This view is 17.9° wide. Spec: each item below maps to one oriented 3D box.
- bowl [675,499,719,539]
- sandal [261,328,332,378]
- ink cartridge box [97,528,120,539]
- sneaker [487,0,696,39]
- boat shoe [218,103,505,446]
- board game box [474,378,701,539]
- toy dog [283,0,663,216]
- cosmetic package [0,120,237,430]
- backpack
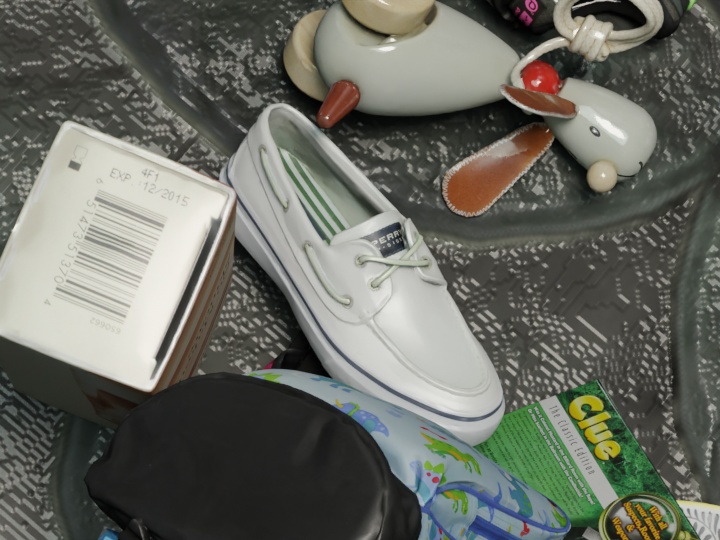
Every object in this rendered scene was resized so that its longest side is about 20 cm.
[{"bbox_3d":[0.144,0.214,1.090,0.199,0.095,0.202,-7,40,5],"label":"bowl"},{"bbox_3d":[-0.026,0.070,1.114,0.075,0.045,0.201,31,57,2],"label":"sandal"},{"bbox_3d":[-0.051,0.203,1.082,0.199,0.116,0.067,32,82,3],"label":"ink cartridge box"},{"bbox_3d":[0.084,-0.169,1.189,0.198,0.077,0.085,11,74,-1],"label":"sneaker"},{"bbox_3d":[0.000,0.000,1.121,0.200,0.067,0.073,44,46,21],"label":"boat shoe"},{"bbox_3d":[0.109,0.137,1.095,0.104,0.024,0.201,-21,42,-7],"label":"board game box"},{"bbox_3d":[0.051,-0.085,1.154,0.198,0.132,0.097,12,55,8],"label":"toy dog"},{"bbox_3d":[-0.114,0.012,1.075,0.087,0.200,0.104,22,80,0],"label":"cosmetic package"},{"bbox_3d":[0.004,0.120,1.002,0.162,0.200,0.154,20,67,41],"label":"backpack"}]
